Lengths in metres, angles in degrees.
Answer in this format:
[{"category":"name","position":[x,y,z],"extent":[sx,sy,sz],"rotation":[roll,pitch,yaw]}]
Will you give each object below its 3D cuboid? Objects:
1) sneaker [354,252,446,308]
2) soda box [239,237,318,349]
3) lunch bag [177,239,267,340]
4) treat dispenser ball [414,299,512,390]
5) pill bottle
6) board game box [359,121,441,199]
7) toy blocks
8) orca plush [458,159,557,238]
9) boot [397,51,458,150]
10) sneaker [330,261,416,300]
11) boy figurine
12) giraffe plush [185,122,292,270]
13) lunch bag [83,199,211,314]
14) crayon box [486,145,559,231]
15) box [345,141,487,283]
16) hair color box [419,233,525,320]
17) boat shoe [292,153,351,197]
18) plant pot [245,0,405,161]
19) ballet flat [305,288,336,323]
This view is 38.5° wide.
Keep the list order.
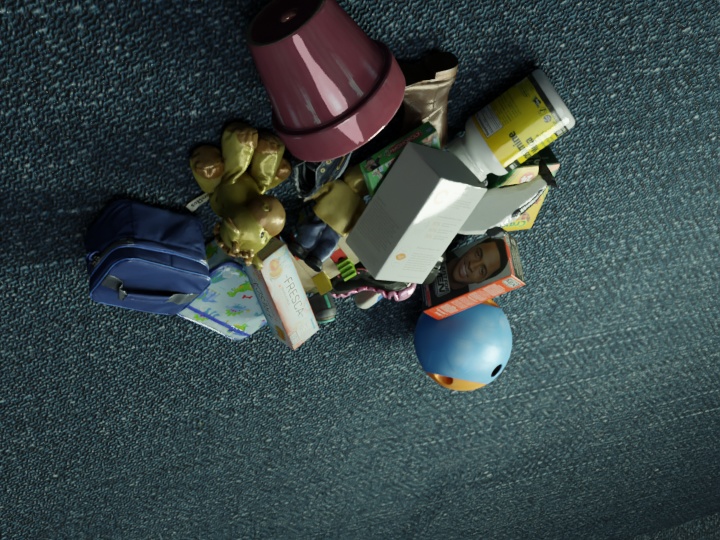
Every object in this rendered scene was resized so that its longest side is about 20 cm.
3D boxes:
[{"category":"sneaker","position":[0.082,0.011,1.957],"extent":[0.110,0.077,0.200],"rotation":[24,116,-35]},{"category":"soda box","position":[-0.138,0.036,1.750],"extent":[0.063,0.068,0.202],"rotation":[-38,132,-24]},{"category":"lunch bag","position":[-0.230,0.039,1.813],"extent":[0.160,0.083,0.199],"rotation":[-35,142,18]},{"category":"treat dispenser ball","position":[0.207,0.141,2.087],"extent":[0.198,0.203,0.202],"rotation":[-15,143,-12]},{"category":"pill bottle","position":[0.248,-0.233,1.719],"extent":[0.199,0.113,0.112],"rotation":[-35,143,15]},{"category":"board game box","position":[0.080,-0.140,1.702],"extent":[0.133,0.029,0.201],"rotation":[-31,145,-7]},{"category":"toy blocks","position":[-0.069,-0.054,1.791],"extent":[0.198,0.101,0.137],"rotation":[-30,132,11]},{"category":"orca plush","position":[0.248,-0.128,1.832],"extent":[0.200,0.105,0.071],"rotation":[-42,-176,10]},{"category":"boot","position":[0.066,-0.246,1.648],"extent":[0.183,0.065,0.201],"rotation":[-12,147,-13]},{"category":"sneaker","position":[0.000,0.000,1.855],"extent":[0.197,0.080,0.096],"rotation":[1,153,11]},{"category":"boy figurine","position":[-0.043,-0.102,1.704],"extent":[0.201,0.123,0.064],"rotation":[-57,-178,-10]},{"category":"giraffe plush","position":[-0.181,-0.100,1.593],"extent":[0.171,0.163,0.200],"rotation":[18,127,-43]},{"category":"lunch bag","position":[-0.340,-0.012,1.626],"extent":[0.198,0.134,0.136],"rotation":[12,139,-39]},{"category":"crayon box","position":[0.276,-0.135,1.910],"extent":[0.125,0.051,0.201],"rotation":[-8,141,-21]},{"category":"box","position":[0.088,-0.089,1.651],"extent":[0.123,0.098,0.201],"rotation":[6,126,-47]},{"category":"hair color box","position":[0.208,0.010,1.968],"extent":[0.198,0.103,0.061],"rotation":[-25,147,28]},{"category":"boat shoe","position":[-0.048,-0.194,1.593],"extent":[0.091,0.070,0.201],"rotation":[-46,166,-36]},{"category":"plant pot","position":[-0.061,-0.284,1.428],"extent":[0.198,0.201,0.180],"rotation":[-30,128,9]},{"category":"ballet flat","position":[-0.117,0.061,1.892],"extent":[0.072,0.074,0.198],"rotation":[12,169,-39]}]
